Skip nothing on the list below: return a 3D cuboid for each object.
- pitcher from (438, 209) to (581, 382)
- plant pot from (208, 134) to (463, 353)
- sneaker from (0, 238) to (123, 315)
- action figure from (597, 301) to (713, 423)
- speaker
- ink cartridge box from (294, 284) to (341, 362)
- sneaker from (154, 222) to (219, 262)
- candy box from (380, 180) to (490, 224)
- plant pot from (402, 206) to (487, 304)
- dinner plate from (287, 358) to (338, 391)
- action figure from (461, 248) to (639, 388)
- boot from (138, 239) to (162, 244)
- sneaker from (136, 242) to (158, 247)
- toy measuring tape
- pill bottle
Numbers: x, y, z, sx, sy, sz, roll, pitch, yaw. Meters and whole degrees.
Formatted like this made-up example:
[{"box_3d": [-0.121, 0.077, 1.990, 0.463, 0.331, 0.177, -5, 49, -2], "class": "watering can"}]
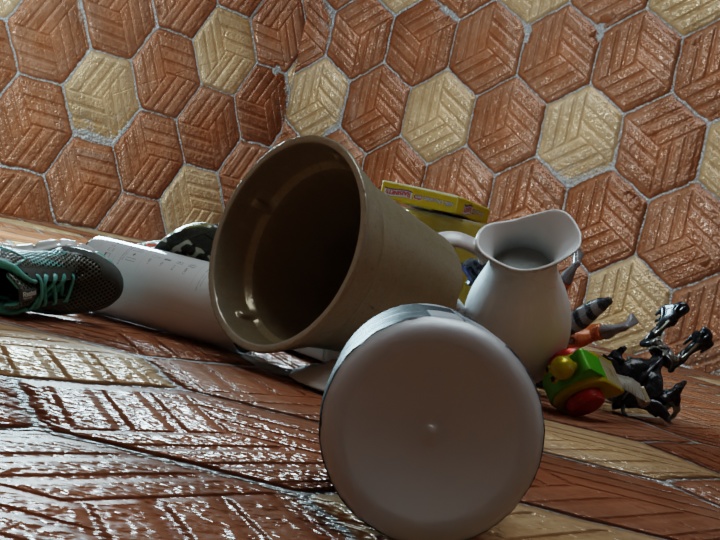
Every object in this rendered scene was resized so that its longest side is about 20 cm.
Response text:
[{"box_3d": [0.148, 0.033, 1.376, 0.170, 0.201, 0.122, 1, 44, 3], "class": "pitcher"}, {"box_3d": [-0.009, 0.001, 1.180, 0.200, 0.202, 0.183, 14, -7, 46], "class": "plant pot"}, {"box_3d": [-0.303, 0.014, 1.137, 0.199, 0.078, 0.091, 8, 19, -32], "class": "sneaker"}, {"box_3d": [0.349, 0.127, 1.534, 0.119, 0.102, 0.200, 40, 52, 17], "class": "action figure"}, {"box_3d": [-0.189, 0.022, 1.267, 0.198, 0.082, 0.081, 13, 1, 24], "class": "speaker"}, {"box_3d": [-0.024, 0.054, 1.393, 0.144, 0.085, 0.199, 12, 1, -32], "class": "ink cartridge box"}, {"box_3d": [-0.177, -0.021, 1.357, 0.077, 0.089, 0.200, 37, -30, -9], "class": "sneaker"}, {"box_3d": [0.100, -0.088, 1.650, 0.101, 0.027, 0.200, 16, 2, 17], "class": "candy box"}, {"box_3d": [0.096, 0.022, 1.659, 0.199, 0.191, 0.201, 13, 1, 0], "class": "plant pot"}, {"box_3d": [0.033, 0.105, 1.129, 0.198, 0.024, 0.200, 11, 1, 0], "class": "dinner plate"}, {"box_3d": [0.201, 0.059, 1.494, 0.200, 0.193, 0.105, 46, 15, -18], "class": "action figure"}, {"box_3d": [-0.242, 0.004, 1.813, 0.202, 0.074, 0.154, 11, 4, -7], "class": "boot"}, {"box_3d": [-0.208, 0.018, 1.505, 0.082, 0.078, 0.199, 22, 8, 42], "class": "sneaker"}, {"box_3d": [0.250, 0.130, 1.378, 0.073, 0.074, 0.200, 13, -9, 37], "class": "toy measuring tape"}, {"box_3d": [0.034, 0.071, 0.667, 0.105, 0.107, 0.200, 12, 1, 0], "class": "pill bottle"}]
